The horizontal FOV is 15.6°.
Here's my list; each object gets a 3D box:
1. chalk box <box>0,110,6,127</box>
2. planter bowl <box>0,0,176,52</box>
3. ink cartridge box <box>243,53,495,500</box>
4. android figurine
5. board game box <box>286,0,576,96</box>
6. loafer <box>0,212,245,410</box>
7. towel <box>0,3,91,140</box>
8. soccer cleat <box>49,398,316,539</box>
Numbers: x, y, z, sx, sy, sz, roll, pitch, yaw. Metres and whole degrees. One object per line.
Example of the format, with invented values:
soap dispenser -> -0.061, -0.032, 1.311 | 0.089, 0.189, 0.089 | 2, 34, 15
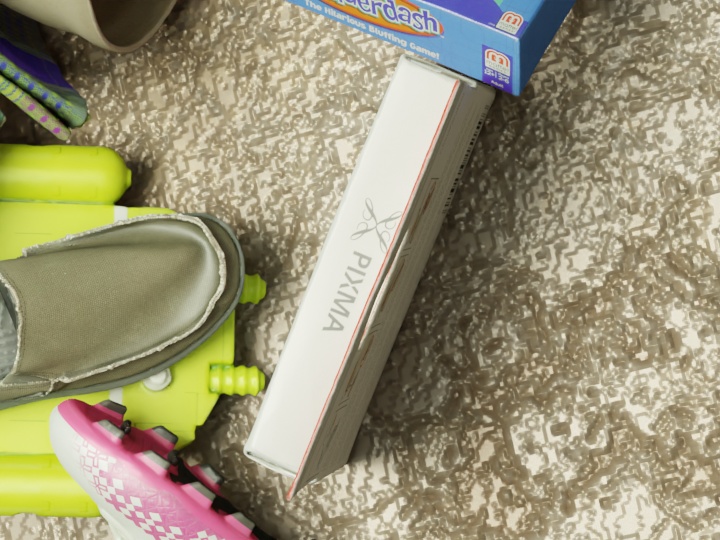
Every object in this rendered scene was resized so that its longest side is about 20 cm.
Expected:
chalk box -> -0.263, -0.059, 1.229 | 0.123, 0.124, 0.201 | -16, 39, 40
planter bowl -> -0.152, -0.216, 1.239 | 0.134, 0.200, 0.201 | 15, 92, 11
ink cartridge box -> 0.000, 0.000, 1.202 | 0.043, 0.174, 0.201 | 23, 94, 8
android figurine -> -0.145, 0.030, 1.284 | 0.199, 0.041, 0.183 | 3, 82, -5
board game box -> 0.051, -0.190, 1.211 | 0.152, 0.045, 0.200 | 23, 61, 17
loafer -> -0.147, 0.026, 1.228 | 0.199, 0.070, 0.076 | -23, 85, -6
towel -> -0.193, -0.129, 1.236 | 0.144, 0.200, 0.023 | 40, 94, -19
soccer cleat -> -0.078, 0.142, 1.241 | 0.200, 0.070, 0.086 | 37, 97, -15
